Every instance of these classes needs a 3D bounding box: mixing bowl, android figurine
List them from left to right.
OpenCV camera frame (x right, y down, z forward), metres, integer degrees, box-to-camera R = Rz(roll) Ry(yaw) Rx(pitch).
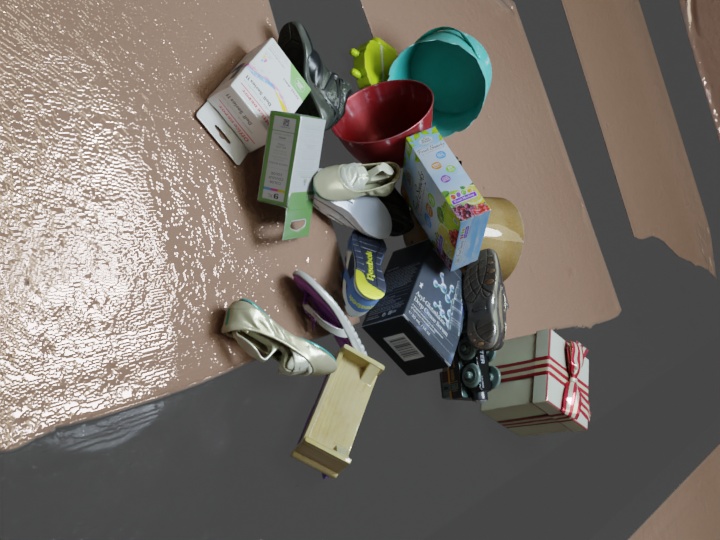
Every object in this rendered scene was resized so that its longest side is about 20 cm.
[{"bbox_3d":[0.047,-0.392,1.678,0.200,0.041,0.183,15,66,-48],"label":"android figurine"},{"bbox_3d":[0.054,-0.260,1.543,0.109,0.199,0.201,67,35,-40],"label":"mixing bowl"}]

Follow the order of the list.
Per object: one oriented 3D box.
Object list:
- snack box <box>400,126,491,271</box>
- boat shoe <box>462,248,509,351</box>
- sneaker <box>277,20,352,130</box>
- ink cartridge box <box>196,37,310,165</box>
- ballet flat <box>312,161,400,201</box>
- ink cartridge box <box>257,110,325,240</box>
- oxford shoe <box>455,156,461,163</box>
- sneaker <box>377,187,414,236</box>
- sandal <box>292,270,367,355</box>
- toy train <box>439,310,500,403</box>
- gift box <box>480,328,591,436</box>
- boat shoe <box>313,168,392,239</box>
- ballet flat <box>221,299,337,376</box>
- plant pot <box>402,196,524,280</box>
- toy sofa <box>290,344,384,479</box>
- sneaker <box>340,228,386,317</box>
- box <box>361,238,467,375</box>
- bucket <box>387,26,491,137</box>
[{"bbox_3d":[0.147,-0.126,1.466,0.067,0.169,0.201,-21,62,-13],"label":"snack box"},{"bbox_3d":[0.240,0.059,1.548,0.073,0.074,0.201,30,59,-49],"label":"boat shoe"},{"bbox_3d":[-0.083,-0.356,1.494,0.114,0.076,0.200,-31,102,-51],"label":"sneaker"},{"bbox_3d":[-0.175,-0.282,1.363,0.117,0.067,0.200,50,44,-25],"label":"ink cartridge box"},{"bbox_3d":[0.001,-0.161,1.407,0.200,0.069,0.070,-14,86,-51],"label":"ballet flat"},{"bbox_3d":[-0.116,-0.156,1.343,0.104,0.059,0.201,-18,119,-69],"label":"ink cartridge box"},{"bbox_3d":[0.158,-0.204,1.648,0.200,0.084,0.073,-120,-163,-53],"label":"oxford shoe"},{"bbox_3d":[0.022,-0.143,1.546,0.200,0.076,0.091,37,39,-39],"label":"sneaker"},{"bbox_3d":[-0.056,0.088,1.364,0.050,0.082,0.203,-43,110,-20],"label":"sandal"},{"bbox_3d":[0.202,0.162,1.591,0.085,0.114,0.201,10,67,-40],"label":"toy train"},{"bbox_3d":[0.386,0.237,1.716,0.200,0.186,0.185,29,56,-38],"label":"gift box"},{"bbox_3d":[-0.028,-0.119,1.467,0.200,0.065,0.074,36,66,-30],"label":"boat shoe"},{"bbox_3d":[-0.126,0.122,1.250,0.200,0.069,0.070,35,51,-18],"label":"ballet flat"},{"bbox_3d":[0.190,-0.070,1.638,0.199,0.186,0.187,8,69,-31],"label":"plant pot"},{"bbox_3d":[-0.040,0.230,1.329,0.083,0.098,0.201,30,51,-8],"label":"toy sofa"},{"bbox_3d":[0.000,0.000,1.463,0.074,0.082,0.200,21,38,-12],"label":"sneaker"},{"bbox_3d":[0.112,0.068,1.530,0.148,0.107,0.200,47,45,-26],"label":"box"},{"bbox_3d":[0.164,-0.379,1.633,0.208,0.207,0.135,58,30,-15],"label":"bucket"}]
